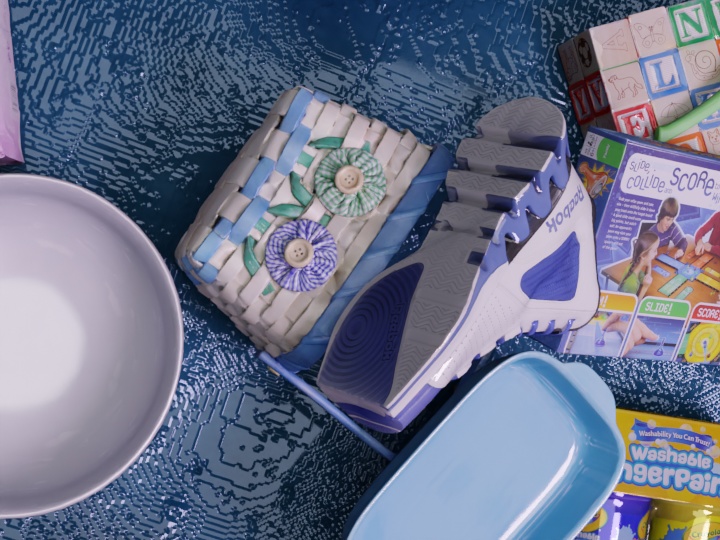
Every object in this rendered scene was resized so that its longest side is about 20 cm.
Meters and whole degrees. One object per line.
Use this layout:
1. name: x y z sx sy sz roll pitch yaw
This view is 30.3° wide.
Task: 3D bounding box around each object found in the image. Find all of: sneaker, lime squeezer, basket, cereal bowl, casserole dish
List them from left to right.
1. cereal bowl: -0.207 0.045 0.797 0.200 0.083 0.200 1 87 -11
2. basket: 0.000 0.000 0.808 0.200 0.139 0.176 33 81 -14
3. casserole dish: 0.069 0.133 0.789 0.200 0.039 0.121 -46 113 -7
4. sneaker: 0.076 0.016 0.736 0.199 0.081 0.115 -55 129 -13
5. lime squeezer: 0.293 -0.115 0.875 0.200 0.038 0.071 1 87 -13

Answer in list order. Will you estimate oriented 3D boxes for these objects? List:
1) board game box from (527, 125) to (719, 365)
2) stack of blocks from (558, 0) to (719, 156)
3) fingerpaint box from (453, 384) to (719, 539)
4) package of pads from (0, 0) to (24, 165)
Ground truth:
1. board game box: 0.203 -0.010 0.849 0.200 0.034 0.135 7 105 -39
2. stack of blocks: 0.251 -0.130 0.917 0.200 0.059 0.115 -16 90 -12
3. fingerpaint box: 0.153 0.171 0.871 0.200 0.073 0.167 10 85 -12
4. package of pads: -0.273 -0.154 0.799 0.120 0.076 0.200 -6 88 -11
